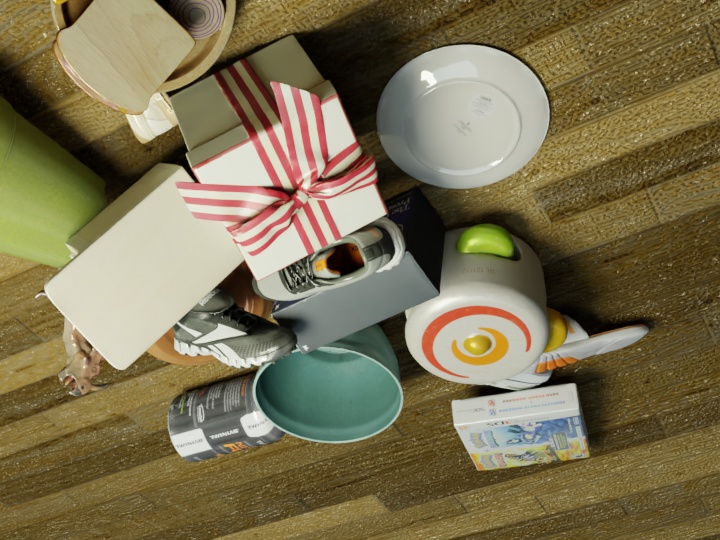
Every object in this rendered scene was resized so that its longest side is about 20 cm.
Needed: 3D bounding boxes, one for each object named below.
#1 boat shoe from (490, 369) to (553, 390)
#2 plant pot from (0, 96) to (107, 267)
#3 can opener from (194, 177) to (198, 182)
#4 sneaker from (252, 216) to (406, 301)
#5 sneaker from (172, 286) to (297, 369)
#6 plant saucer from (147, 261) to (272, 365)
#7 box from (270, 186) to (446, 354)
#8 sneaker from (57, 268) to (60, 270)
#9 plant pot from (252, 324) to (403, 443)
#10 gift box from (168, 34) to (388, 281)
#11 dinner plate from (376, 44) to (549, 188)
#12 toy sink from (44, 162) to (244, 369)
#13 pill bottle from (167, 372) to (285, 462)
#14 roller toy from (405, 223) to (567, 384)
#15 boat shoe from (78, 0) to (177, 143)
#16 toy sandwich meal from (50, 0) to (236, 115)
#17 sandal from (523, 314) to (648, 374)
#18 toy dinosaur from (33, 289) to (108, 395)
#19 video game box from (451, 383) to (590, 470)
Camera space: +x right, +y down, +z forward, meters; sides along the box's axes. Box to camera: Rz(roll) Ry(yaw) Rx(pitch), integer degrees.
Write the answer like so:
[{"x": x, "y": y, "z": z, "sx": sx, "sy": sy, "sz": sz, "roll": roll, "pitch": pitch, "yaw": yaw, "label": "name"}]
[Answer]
[{"x": 0.173, "y": 0.134, "z": 1.352, "sx": 0.199, "sy": 0.074, "sz": 0.067, "roll": 19, "pitch": 134, "yaw": -15, "label": "boat shoe"}, {"x": -0.403, "y": -0.096, "z": 1.111, "sx": 0.200, "sy": 0.201, "sz": 0.189, "roll": -33, "pitch": 137, "yaw": 30, "label": "plant pot"}, {"x": -0.104, "y": -0.093, "z": 1.155, "sx": 0.198, "sy": 0.067, "sz": 0.054, "roll": -6, "pitch": 133, "yaw": 9, "label": "can opener"}, {"x": -0.049, "y": -0.009, "z": 1.072, "sx": 0.199, "sy": 0.079, "sz": 0.074, "roll": -18, "pitch": 97, "yaw": 34, "label": "sneaker"}, {"x": -0.164, "y": 0.063, "z": 1.165, "sx": 0.199, "sy": 0.066, "sz": 0.091, "roll": 5, "pitch": 120, "yaw": 38, "label": "sneaker"}, {"x": -0.206, "y": 0.044, "z": 1.257, "sx": 0.199, "sy": 0.037, "sz": 0.201, "roll": -12, "pitch": 124, "yaw": -18, "label": "plant saucer"}, {"x": 0.000, "y": 0.000, "z": 1.184, "sx": 0.199, "sy": 0.142, "sz": 0.079, "roll": -25, "pitch": 122, "yaw": 24, "label": "box"}, {"x": -0.307, "y": 0.018, "z": 1.283, "sx": 0.199, "sy": 0.078, "sz": 0.085, "roll": 22, "pitch": 170, "yaw": -33, "label": "sneaker"}, {"x": -0.040, "y": 0.122, "z": 1.313, "sx": 0.199, "sy": 0.135, "sz": 0.201, "roll": 2, "pitch": 133, "yaw": 2, "label": "plant pot"}, {"x": -0.097, "y": -0.122, "z": 1.010, "sx": 0.184, "sy": 0.187, "sz": 0.200, "roll": -31, "pitch": 132, "yaw": 1, "label": "gift box"}, {"x": 0.117, "y": -0.167, "z": 1.102, "sx": 0.199, "sy": 0.024, "sz": 0.201, "roll": 1, "pitch": 133, "yaw": 1, "label": "dinner plate"}, {"x": -0.250, "y": -0.008, "z": 1.087, "sx": 0.200, "sy": 0.112, "sz": 0.131, "roll": -45, "pitch": 114, "yaw": -15, "label": "toy sink"}, {"x": -0.178, "y": 0.213, "z": 1.429, "sx": 0.199, "sy": 0.107, "sz": 0.106, "roll": -18, "pitch": 131, "yaw": 20, "label": "pill bottle"}, {"x": 0.149, "y": 0.052, "z": 1.229, "sx": 0.182, "sy": 0.140, "sz": 0.200, "roll": -28, "pitch": 127, "yaw": 27, "label": "roller toy"}, {"x": -0.247, "y": -0.238, "z": 1.030, "sx": 0.069, "sy": 0.074, "sz": 0.201, "roll": -23, "pitch": 124, "yaw": -6, "label": "boat shoe"}, {"x": -0.215, "y": -0.258, "z": 0.949, "sx": 0.204, "sy": 0.070, "sz": 0.207, "roll": -8, "pitch": 116, "yaw": -18, "label": "toy sandwich meal"}, {"x": 0.292, "y": 0.091, "z": 1.321, "sx": 0.205, "sy": 0.060, "sz": 0.079, "roll": -13, "pitch": 158, "yaw": -13, "label": "sandal"}, {"x": -0.306, "y": 0.043, "z": 1.173, "sx": 0.200, "sy": 0.086, "sz": 0.136, "roll": -44, "pitch": 104, "yaw": -6, "label": "toy dinosaur"}, {"x": 0.244, "y": 0.238, "z": 1.439, "sx": 0.181, "sy": 0.047, "sz": 0.200, "roll": -8, "pitch": 147, "yaw": 15, "label": "video game box"}]
